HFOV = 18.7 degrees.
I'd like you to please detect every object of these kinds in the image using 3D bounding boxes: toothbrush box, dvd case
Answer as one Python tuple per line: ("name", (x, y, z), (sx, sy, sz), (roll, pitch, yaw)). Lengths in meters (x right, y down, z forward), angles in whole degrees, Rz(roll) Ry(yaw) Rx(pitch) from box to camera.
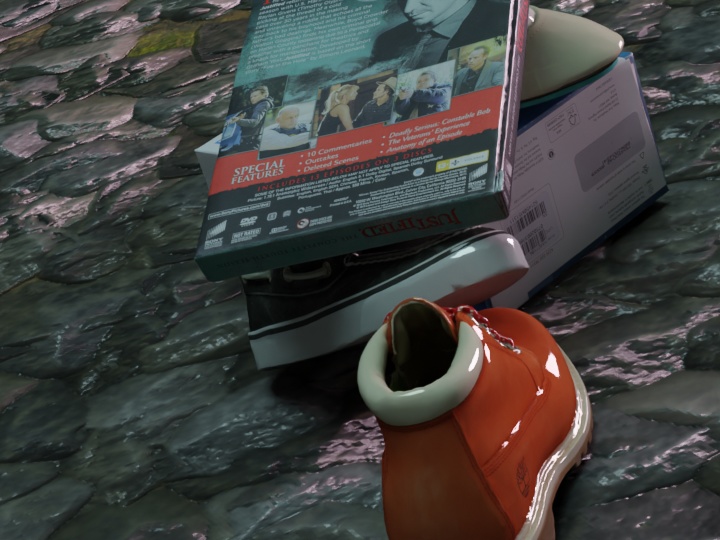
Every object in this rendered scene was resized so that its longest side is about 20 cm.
("toothbrush box", (0.035, -0.053, 1.152), (0.200, 0.085, 0.146), (10, 37, 46))
("dvd case", (0.006, -0.085, 1.003), (0.146, 0.022, 0.200), (-12, 44, 21))

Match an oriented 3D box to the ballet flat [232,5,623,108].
("ballet flat", (0.029, -0.101, 1.074), (0.199, 0.070, 0.070), (-19, 23, 2))

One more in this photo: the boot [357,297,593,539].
("boot", (0.045, 0.046, 0.900), (0.075, 0.107, 0.200), (-14, 21, 15))

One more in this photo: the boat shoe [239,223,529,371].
("boat shoe", (0.000, 0.000, 0.999), (0.071, 0.064, 0.200), (-16, -2, -35))
